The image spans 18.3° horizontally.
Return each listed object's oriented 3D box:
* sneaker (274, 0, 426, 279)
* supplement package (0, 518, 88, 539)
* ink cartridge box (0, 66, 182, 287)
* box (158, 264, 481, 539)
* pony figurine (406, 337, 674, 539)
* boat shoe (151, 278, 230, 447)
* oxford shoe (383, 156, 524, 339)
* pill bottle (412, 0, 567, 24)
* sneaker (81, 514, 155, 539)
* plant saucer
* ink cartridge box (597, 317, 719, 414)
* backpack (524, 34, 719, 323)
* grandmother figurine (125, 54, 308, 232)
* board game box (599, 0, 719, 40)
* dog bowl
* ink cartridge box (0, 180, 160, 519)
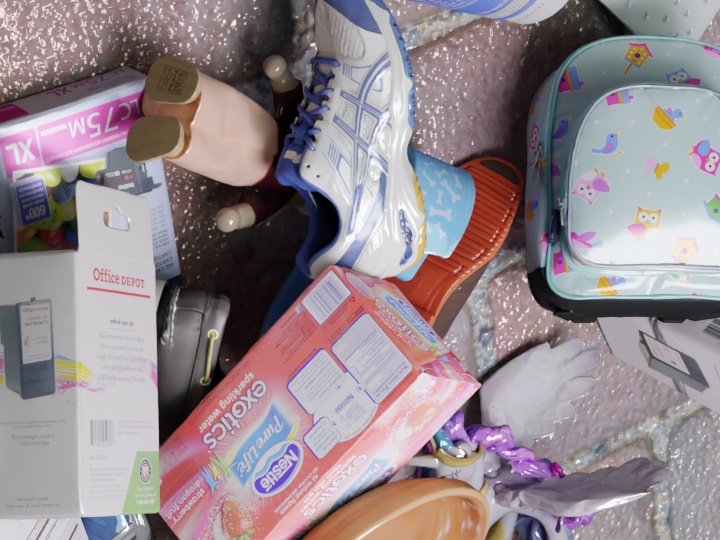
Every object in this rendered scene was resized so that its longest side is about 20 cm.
[{"bbox_3d":[-0.014,-0.089,1.448,0.088,0.075,0.201,-12,98,-23],"label":"sneaker"},{"bbox_3d":[-0.256,0.150,1.397,0.110,0.113,0.200,-63,144,-53],"label":"supplement package"},{"bbox_3d":[-0.181,-0.022,1.459,0.119,0.042,0.201,-21,120,-28],"label":"ink cartridge box"},{"bbox_3d":[-0.034,0.105,1.445,0.200,0.103,0.095,-48,155,13],"label":"box"},{"bbox_3d":[0.120,0.165,1.691,0.193,0.167,0.200,-19,135,-16],"label":"pony figurine"},{"bbox_3d":[-0.114,0.089,1.495,0.060,0.072,0.202,6,136,6],"label":"boat shoe"},{"bbox_3d":[0.052,0.003,1.632,0.200,0.071,0.073,-52,163,-17],"label":"oxford shoe"},{"bbox_3d":[0.049,-0.235,1.493,0.200,0.112,0.112,7,103,-38],"label":"pill bottle"},{"bbox_3d":[-0.186,0.212,1.520,0.077,0.076,0.201,-20,117,-33],"label":"sneaker"},{"bbox_3d":[-0.001,0.207,1.488,0.200,0.037,0.200,-32,151,-20],"label":"plant saucer"},{"bbox_3d":[0.297,0.030,1.720,0.145,0.200,0.084,-39,128,-17],"label":"ink cartridge box"},{"bbox_3d":[0.206,-0.073,1.615,0.175,0.153,0.201,0,76,-3],"label":"backpack"},{"bbox_3d":[-0.070,-0.083,1.482,0.200,0.060,0.122,27,88,-54],"label":"grandmother figurine"},{"bbox_3d":[0.228,-0.283,1.660,0.200,0.026,0.200,37,84,-39],"label":"board game box"},{"bbox_3d":[0.000,0.000,1.556,0.050,0.111,0.200,34,86,-26],"label":"dog bowl"},{"bbox_3d":[-0.177,0.051,1.369,0.117,0.067,0.201,14,74,-71],"label":"ink cartridge box"}]
